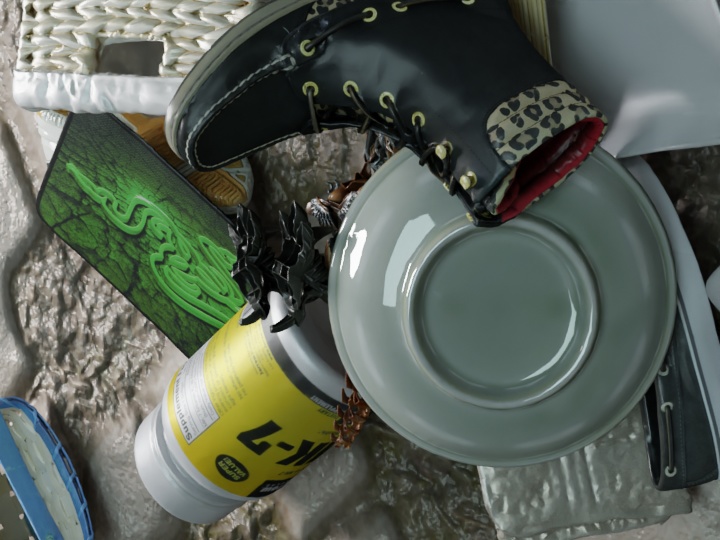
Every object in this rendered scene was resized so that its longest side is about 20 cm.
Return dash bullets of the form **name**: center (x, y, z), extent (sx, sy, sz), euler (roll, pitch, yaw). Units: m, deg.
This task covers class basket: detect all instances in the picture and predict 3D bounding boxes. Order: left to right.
- **basket**: center (-0.294, 0.180, 1.088), extent (0.178, 0.138, 0.200), euler (63, 153, 8)
- **basket**: center (-0.092, -0.178, 0.880), extent (0.196, 0.199, 0.164), euler (7, 100, 31)

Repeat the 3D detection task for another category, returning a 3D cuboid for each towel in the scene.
- **towel**: center (0.129, 0.068, 0.848), extent (0.130, 0.034, 0.203), euler (-9, 91, 2)

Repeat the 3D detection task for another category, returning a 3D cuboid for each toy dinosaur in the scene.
- **toy dinosaur**: center (0.000, 0.000, 0.835), extent (0.102, 0.134, 0.203), euler (-35, 55, 53)

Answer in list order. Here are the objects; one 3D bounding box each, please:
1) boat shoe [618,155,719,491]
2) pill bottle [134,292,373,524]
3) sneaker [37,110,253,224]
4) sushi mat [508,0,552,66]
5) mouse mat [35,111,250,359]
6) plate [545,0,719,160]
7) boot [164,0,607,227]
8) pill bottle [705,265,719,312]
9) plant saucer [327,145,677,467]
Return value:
- **boat shoe**: center (0.172, 0.033, 0.795), extent (0.056, 0.069, 0.203), euler (-19, 94, -4)
- **pill bottle**: center (-0.068, 0.090, 0.955), extent (0.200, 0.114, 0.115), euler (-42, 76, 34)
- **sneaker**: center (-0.160, -0.070, 1.026), extent (0.198, 0.075, 0.089), euler (25, 127, 29)
- **sushi mat**: center (0.077, -0.141, 0.781), extent (0.095, 0.012, 0.203), euler (30, 138, 53)
- **mouse mat**: center (-0.154, -0.023, 1.000), extent (0.200, 0.008, 0.161), euler (41, 139, 3)
- **plate**: center (0.124, -0.159, 0.729), extent (0.199, 0.032, 0.203), euler (-4, 110, 64)
- **boot**: center (0.012, -0.080, 0.708), extent (0.202, 0.074, 0.154), euler (-32, 64, -9)
- **pill bottle**: center (0.290, 0.049, 0.720), extent (0.120, 0.119, 0.201), euler (-45, 75, 29)
- **plant saucer**: center (0.078, 0.019, 0.749), extent (0.197, 0.050, 0.204), euler (1, 102, 5)
